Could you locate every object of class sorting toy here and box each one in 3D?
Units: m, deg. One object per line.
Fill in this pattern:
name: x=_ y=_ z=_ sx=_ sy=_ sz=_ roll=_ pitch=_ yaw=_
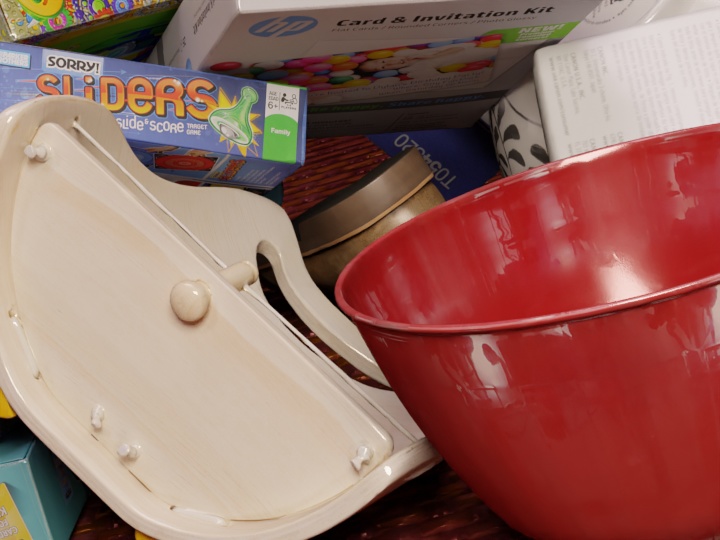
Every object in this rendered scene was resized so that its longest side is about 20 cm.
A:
sorting toy: x=-0.039 y=0.028 z=1.056 sx=0.107 sy=0.200 sz=0.180 roll=-56 pitch=-19 yaw=26

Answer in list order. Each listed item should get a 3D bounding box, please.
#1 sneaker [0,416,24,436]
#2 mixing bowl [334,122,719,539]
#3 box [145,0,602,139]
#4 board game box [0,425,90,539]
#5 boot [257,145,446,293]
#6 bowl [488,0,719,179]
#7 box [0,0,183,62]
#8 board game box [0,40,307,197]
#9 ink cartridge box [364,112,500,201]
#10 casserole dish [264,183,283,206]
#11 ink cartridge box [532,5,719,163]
sneaker: x=-0.140 y=0.029 z=1.087 sx=0.099 sy=0.070 sz=0.200 roll=-3 pitch=20 yaw=9
mixing bowl: x=0.099 y=0.030 z=0.935 sx=0.199 sy=0.109 sz=0.200 roll=-14 pitch=14 yaw=4
box: x=0.001 y=-0.098 z=1.143 sx=0.155 sy=0.041 sz=0.200 roll=-5 pitch=-13 yaw=-17
board game box: x=-0.186 y=0.083 z=1.162 sx=0.150 sy=0.047 sz=0.200 roll=-14 pitch=15 yaw=8
boot: x=0.000 y=0.000 z=1.256 sx=0.074 sy=0.076 sz=0.200 roll=-38 pitch=6 yaw=-15
bowl: x=0.127 y=-0.099 z=1.220 sx=0.200 sy=0.094 sz=0.201 roll=-23 pitch=43 yaw=23
box: x=-0.131 y=-0.147 z=1.219 sx=0.192 sy=0.122 sz=0.200 roll=-19 pitch=-4 yaw=-32
board game box: x=-0.118 y=-0.044 z=1.172 sx=0.135 sy=0.035 sz=0.200 roll=7 pitch=-15 yaw=-20
ink cartridge box: x=0.057 y=-0.135 z=1.334 sx=0.200 sy=0.196 sz=0.043 roll=-43 pitch=32 yaw=16
casserole dish: x=-0.132 y=-0.012 z=1.332 sx=0.199 sy=0.122 sz=0.039 roll=-16 pitch=32 yaw=-2
ink cartridge box: x=0.176 y=-0.040 z=1.082 sx=0.199 sy=0.057 sz=0.163 roll=-11 pitch=49 yaw=3
